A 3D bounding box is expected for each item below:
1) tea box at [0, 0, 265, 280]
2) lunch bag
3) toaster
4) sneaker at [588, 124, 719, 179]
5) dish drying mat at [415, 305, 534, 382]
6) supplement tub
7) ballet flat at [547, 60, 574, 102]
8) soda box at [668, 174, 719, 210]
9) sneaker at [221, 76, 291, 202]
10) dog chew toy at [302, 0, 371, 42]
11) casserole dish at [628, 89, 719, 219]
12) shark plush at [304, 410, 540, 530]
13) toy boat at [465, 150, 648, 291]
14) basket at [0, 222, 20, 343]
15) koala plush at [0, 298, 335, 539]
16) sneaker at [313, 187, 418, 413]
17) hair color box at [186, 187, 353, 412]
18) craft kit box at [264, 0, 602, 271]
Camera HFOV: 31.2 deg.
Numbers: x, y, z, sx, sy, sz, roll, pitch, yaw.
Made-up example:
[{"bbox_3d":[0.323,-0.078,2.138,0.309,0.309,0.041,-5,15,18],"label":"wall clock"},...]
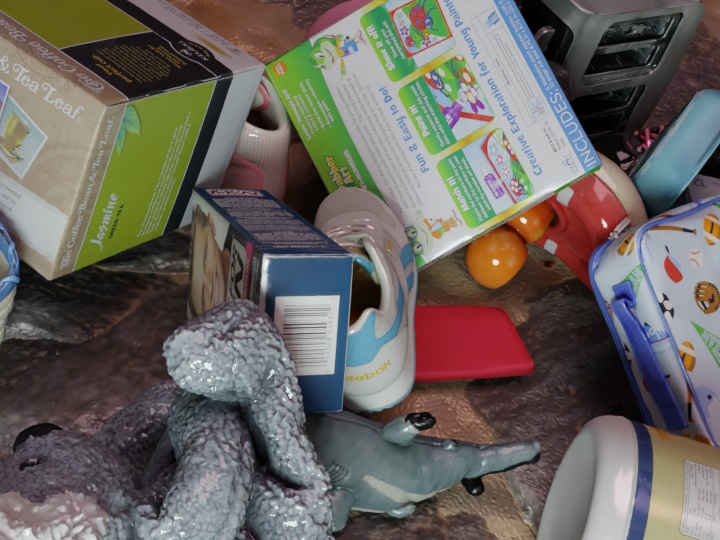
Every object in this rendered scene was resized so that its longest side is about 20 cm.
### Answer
[{"bbox_3d":[-0.209,-0.122,0.900,0.199,0.135,0.196,34,27,16],"label":"tea box"},{"bbox_3d":[0.256,0.045,0.974,0.159,0.075,0.203,-19,84,-34],"label":"lunch bag"},{"bbox_3d":[0.206,-0.210,1.212,0.198,0.182,0.119,-14,54,-33],"label":"toaster"},{"bbox_3d":[0.294,-0.116,1.207,0.197,0.096,0.080,1,45,-18],"label":"sneaker"},{"bbox_3d":[0.030,0.057,0.971,0.197,0.018,0.077,-2,44,-22],"label":"dish drying mat"},{"bbox_3d":[0.219,0.186,0.806,0.197,0.146,0.145,18,40,-2],"label":"supplement tub"},{"bbox_3d":[0.108,-0.160,1.133,0.056,0.068,0.199,17,-8,-32],"label":"ballet flat"},{"bbox_3d":[0.371,-0.025,1.156,0.197,0.069,0.064,11,41,-10],"label":"soda box"},{"bbox_3d":[-0.123,-0.138,1.058,0.075,0.106,0.200,-22,54,-35],"label":"sneaker"},{"bbox_3d":[0.012,-0.136,1.103,0.122,0.125,0.202,4,51,-17],"label":"dog chew toy"},{"bbox_3d":[0.258,-0.089,1.089,0.039,0.200,0.122,37,80,6],"label":"casserole dish"},{"bbox_3d":[0.026,0.125,0.842,0.197,0.084,0.092,13,40,-8],"label":"shark plush"},{"bbox_3d":[0.135,-0.041,1.062,0.198,0.131,0.131,32,72,15],"label":"toy boat"},{"bbox_3d":[-0.290,-0.015,0.777,0.176,0.202,0.139,37,50,21],"label":"basket"},{"bbox_3d":[-0.131,0.141,0.703,0.198,0.177,0.186,-11,69,-36],"label":"koala plush"},{"bbox_3d":[0.000,0.000,0.905,0.075,0.081,0.202,-15,41,5],"label":"sneaker"},{"bbox_3d":[-0.066,0.014,0.854,0.060,0.102,0.200,0,14,-19],"label":"hair color box"},{"bbox_3d":[0.055,-0.118,1.001,0.196,0.049,0.202,-28,85,6],"label":"craft kit box"}]
